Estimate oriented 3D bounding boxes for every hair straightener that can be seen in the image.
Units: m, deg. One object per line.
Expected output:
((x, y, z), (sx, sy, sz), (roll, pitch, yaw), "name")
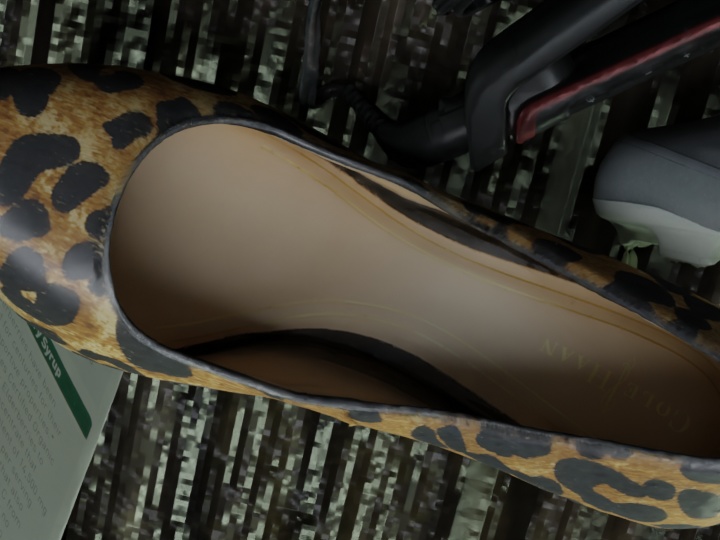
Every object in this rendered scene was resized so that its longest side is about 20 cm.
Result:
((0.062, -0.081, 0.632), (0.200, 0.041, 0.077), (-23, 119, 29), "hair straightener")

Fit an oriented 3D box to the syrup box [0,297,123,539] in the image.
((-0.119, 0.049, 0.653), (0.079, 0.200, 0.081), (-12, 122, 19), "syrup box")

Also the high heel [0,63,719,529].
((0.000, 0.000, 0.626), (0.200, 0.071, 0.143), (25, 170, -29), "high heel")

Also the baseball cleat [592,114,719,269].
((0.149, -0.043, 0.631), (0.200, 0.070, 0.107), (4, 94, 23), "baseball cleat")
